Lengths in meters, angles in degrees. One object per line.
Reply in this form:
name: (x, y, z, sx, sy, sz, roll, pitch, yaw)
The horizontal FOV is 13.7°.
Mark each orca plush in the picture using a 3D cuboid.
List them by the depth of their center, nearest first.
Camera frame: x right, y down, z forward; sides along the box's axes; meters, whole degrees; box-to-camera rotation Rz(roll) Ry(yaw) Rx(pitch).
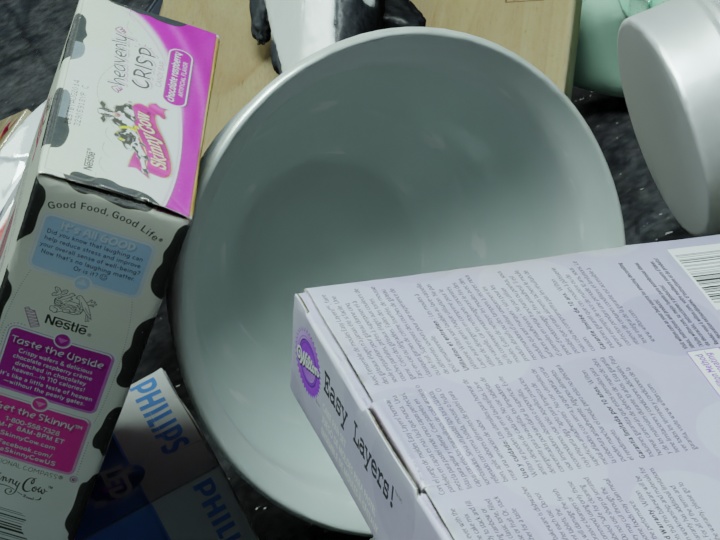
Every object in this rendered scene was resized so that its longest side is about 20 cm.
orca plush: (0.004, -0.119, 1.328, 0.071, 0.106, 0.200, 12, 33, -21)

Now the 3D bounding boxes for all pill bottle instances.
pill bottle: (0.215, -0.091, 1.233, 0.199, 0.114, 0.114, -20, 25, -7)

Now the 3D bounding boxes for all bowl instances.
bowl: (0.000, 0.000, 1.198, 0.201, 0.202, 0.090, -35, 22, -19)

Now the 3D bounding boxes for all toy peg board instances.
toy peg board: (0.000, -0.039, 1.375, 0.198, 0.098, 0.201, -2, 43, 11)

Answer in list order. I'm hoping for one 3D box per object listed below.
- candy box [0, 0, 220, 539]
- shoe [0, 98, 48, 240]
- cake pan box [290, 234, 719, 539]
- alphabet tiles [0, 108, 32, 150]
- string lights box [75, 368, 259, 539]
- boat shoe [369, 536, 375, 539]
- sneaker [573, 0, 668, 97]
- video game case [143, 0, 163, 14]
candy box: (-0.114, 0.015, 1.148, 0.061, 0.201, 0.137, 16, 33, -8)
shoe: (-0.140, 0.012, 1.347, 0.091, 0.072, 0.201, 22, 62, 14)
cake pan box: (0.089, 0.063, 1.035, 0.183, 0.053, 0.200, -7, 37, -23)
alphabet tiles: (-0.234, 0.004, 1.499, 0.200, 0.006, 0.166, -56, 15, -14)
string lights box: (-0.146, 0.128, 1.242, 0.199, 0.059, 0.103, -28, 27, -5)
boat shoe: (0.041, 0.109, 1.102, 0.200, 0.076, 0.060, -44, 29, -10)
sneaker: (0.145, -0.095, 1.369, 0.200, 0.074, 0.118, 1, 31, 38)
video game case: (-0.167, -0.050, 1.506, 0.200, 0.019, 0.143, -48, 8, 15)
